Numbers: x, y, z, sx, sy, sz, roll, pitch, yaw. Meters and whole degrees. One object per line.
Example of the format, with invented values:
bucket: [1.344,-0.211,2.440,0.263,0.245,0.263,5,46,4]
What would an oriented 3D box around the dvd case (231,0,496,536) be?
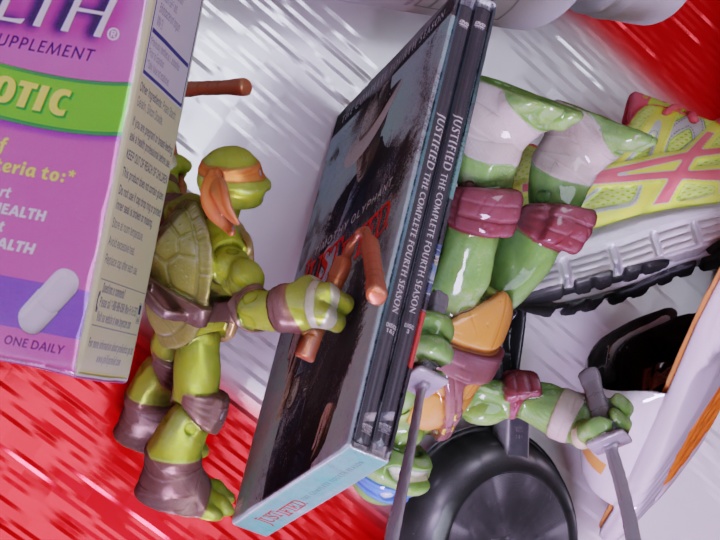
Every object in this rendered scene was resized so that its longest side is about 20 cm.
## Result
dvd case: [0.000,0.000,0.877,0.022,0.146,0.201,21,66,-14]

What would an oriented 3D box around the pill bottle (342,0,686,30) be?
pill bottle: [0.051,-0.167,0.939,0.199,0.114,0.115,6,89,-26]

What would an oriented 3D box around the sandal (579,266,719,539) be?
sandal: [0.140,0.038,0.983,0.059,0.208,0.079,33,44,18]

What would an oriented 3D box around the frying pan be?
frying pan: [0.077,0.098,1.007,0.115,0.031,0.191,37,72,-31]

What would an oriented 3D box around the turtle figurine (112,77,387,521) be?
turtle figurine: [-0.061,0.017,0.870,0.064,0.200,0.162,-1,116,-34]

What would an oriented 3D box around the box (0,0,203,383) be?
box: [-0.162,-0.071,0.814,0.175,0.097,0.202,11,86,6]

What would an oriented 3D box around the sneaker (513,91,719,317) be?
sneaker: [0.157,-0.047,0.994,0.199,0.078,0.091,-14,73,-4]

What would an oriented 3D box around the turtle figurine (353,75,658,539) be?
turtle figurine: [0.073,0.030,0.895,0.143,0.200,0.195,17,98,-17]

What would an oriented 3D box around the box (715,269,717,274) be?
box: [0.277,-0.041,1.084,0.197,0.050,0.202,3,90,-22]
